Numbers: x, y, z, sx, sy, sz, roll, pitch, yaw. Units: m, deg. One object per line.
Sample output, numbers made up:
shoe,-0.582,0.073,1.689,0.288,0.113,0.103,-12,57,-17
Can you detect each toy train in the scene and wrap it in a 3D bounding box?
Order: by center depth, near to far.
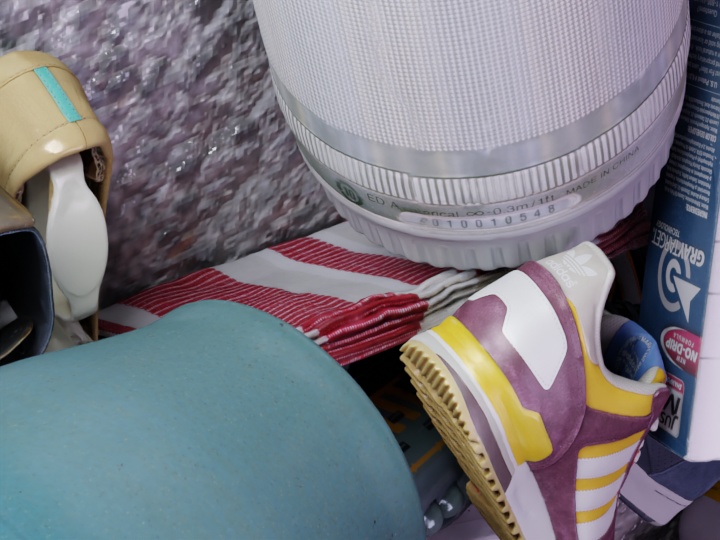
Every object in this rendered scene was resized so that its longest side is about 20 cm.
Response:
toy train,-0.010,0.070,1.016,0.086,0.114,0.200,-61,167,25

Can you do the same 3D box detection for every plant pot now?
plant pot,-0.085,0.111,0.827,0.188,0.199,0.201,-38,145,-38

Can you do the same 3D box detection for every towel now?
towel,0.000,0.000,0.987,0.199,0.144,0.023,-21,107,-34

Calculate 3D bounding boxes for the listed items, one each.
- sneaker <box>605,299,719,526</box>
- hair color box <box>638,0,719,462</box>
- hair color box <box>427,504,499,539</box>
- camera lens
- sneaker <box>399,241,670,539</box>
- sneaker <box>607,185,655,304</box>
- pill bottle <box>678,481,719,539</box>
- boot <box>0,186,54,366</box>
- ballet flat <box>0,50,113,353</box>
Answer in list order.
sneaker,0.130,0.021,1.043,0.146,0.077,0.202,-36,141,19
hair color box,0.170,-0.029,0.969,0.099,0.060,0.202,2,102,-20
hair color box,-0.017,0.116,1.089,0.199,0.109,0.065,-4,127,-45
camera lens,0.037,-0.118,0.891,0.160,0.160,0.201,-36,142,-19
sneaker,0.086,0.069,0.964,0.090,0.075,0.200,-34,145,-5
sneaker,0.115,0.027,1.168,0.079,0.079,0.201,-14,135,-10
pill bottle,0.253,0.142,1.411,0.200,0.104,0.104,-42,144,-10
boot,-0.162,0.031,0.865,0.074,0.097,0.201,-21,136,-37
ballet flat,-0.124,0.014,0.922,0.068,0.063,0.201,-24,137,-31
